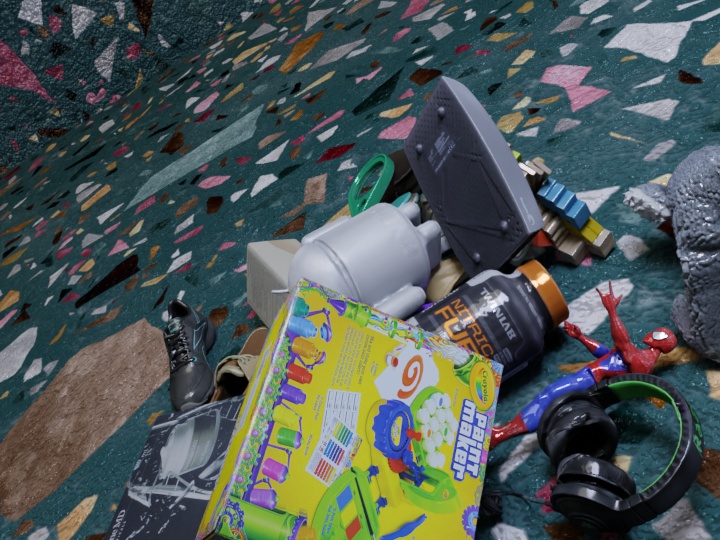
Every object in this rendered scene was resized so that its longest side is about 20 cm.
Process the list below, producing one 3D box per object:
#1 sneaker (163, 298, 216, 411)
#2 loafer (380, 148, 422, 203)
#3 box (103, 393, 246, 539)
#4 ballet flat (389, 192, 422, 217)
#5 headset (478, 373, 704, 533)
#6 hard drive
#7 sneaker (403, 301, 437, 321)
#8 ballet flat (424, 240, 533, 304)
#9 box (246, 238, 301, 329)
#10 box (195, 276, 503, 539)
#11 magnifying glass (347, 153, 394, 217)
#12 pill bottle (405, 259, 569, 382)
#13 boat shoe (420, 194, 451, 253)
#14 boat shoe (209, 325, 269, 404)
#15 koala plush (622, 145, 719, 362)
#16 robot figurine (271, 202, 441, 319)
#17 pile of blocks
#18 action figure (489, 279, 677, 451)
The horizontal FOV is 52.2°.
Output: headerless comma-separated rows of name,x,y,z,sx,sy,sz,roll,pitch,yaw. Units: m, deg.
sneaker,-0.251,0.119,1.039,0.074,0.080,0.201,-28,34,6
loafer,0.062,-0.135,1.021,0.073,0.071,0.201,-54,0,-37
box,-0.131,0.241,0.734,0.193,0.125,0.202,-19,34,24
ballet flat,0.048,-0.059,0.982,0.074,0.075,0.200,-39,10,-11
headset,0.176,0.154,0.607,0.199,0.094,0.125,-36,28,26
hard drive,0.122,-0.097,0.812,0.042,0.135,0.203,-14,67,-27
sneaker,0.024,0.080,0.861,0.197,0.070,0.100,-29,30,5
ballet flat,0.161,-0.016,0.894,0.198,0.069,0.063,-36,60,-1
box,-0.085,0.034,0.973,0.076,0.097,0.200,-7,24,-26
box,-0.006,0.149,0.595,0.122,0.189,0.203,129,162,-58
magnifying glass,0.004,-0.076,0.964,0.079,0.022,0.203,-32,31,42
pill bottle,0.115,0.071,0.759,0.198,0.107,0.107,-33,32,0
boat shoe,0.105,-0.077,0.951,0.073,0.066,0.200,-34,11,12
boat shoe,-0.144,0.141,0.920,0.074,0.074,0.202,-18,35,21
koala plush,0.348,-0.058,0.690,0.174,0.186,0.201,-22,22,15
robot figurine,0.000,0.000,0.831,0.198,0.114,0.169,-30,47,-20
pile of blocks,0.195,-0.073,0.831,0.062,0.199,0.082,-50,-9,-8
action figure,0.191,0.082,0.687,0.197,0.101,0.065,-25,-8,9
